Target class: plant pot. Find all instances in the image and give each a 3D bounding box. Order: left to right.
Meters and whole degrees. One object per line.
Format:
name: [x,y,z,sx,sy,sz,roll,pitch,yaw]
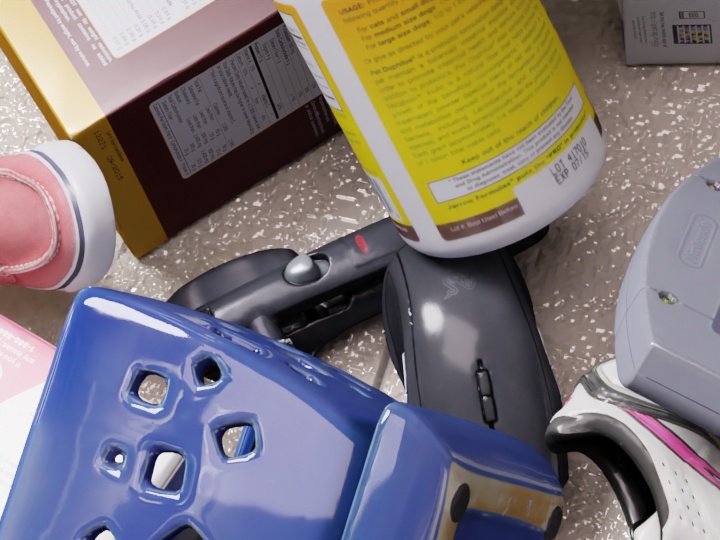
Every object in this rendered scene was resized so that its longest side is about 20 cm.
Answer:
plant pot: [-0.031,0.133,1.123,0.179,0.200,0.201,15,86,24]

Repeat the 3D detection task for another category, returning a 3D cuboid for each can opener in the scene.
can opener: [0.000,0.000,1.287,0.199,0.063,0.079,-23,63,-1]

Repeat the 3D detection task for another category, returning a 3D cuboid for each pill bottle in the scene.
pill bottle: [0.027,-0.113,1.203,0.109,0.200,0.109,-23,25,12]

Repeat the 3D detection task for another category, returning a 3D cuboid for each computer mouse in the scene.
computer mouse: [0.087,0.069,1.225,0.140,0.046,0.201,-5,75,-4]

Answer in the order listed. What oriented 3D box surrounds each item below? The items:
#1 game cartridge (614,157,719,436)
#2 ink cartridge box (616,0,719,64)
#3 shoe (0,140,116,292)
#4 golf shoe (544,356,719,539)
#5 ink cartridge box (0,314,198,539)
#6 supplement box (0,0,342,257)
game cartridge: [0.185,0.019,1.188,0.133,0.041,0.200,31,32,2]
ink cartridge box: [0.220,-0.211,1.338,0.175,0.084,0.201,0,65,10]
shoe: [-0.194,-0.019,1.260,0.091,0.200,0.072,-13,98,-29]
golf shoe: [0.163,0.125,1.177,0.092,0.073,0.200,-32,74,-25]
ink cartridge box: [-0.180,0.136,1.243,0.146,0.083,0.200,29,72,20]
supplement box: [-0.091,-0.157,1.338,0.200,0.133,0.197,-32,63,-6]
